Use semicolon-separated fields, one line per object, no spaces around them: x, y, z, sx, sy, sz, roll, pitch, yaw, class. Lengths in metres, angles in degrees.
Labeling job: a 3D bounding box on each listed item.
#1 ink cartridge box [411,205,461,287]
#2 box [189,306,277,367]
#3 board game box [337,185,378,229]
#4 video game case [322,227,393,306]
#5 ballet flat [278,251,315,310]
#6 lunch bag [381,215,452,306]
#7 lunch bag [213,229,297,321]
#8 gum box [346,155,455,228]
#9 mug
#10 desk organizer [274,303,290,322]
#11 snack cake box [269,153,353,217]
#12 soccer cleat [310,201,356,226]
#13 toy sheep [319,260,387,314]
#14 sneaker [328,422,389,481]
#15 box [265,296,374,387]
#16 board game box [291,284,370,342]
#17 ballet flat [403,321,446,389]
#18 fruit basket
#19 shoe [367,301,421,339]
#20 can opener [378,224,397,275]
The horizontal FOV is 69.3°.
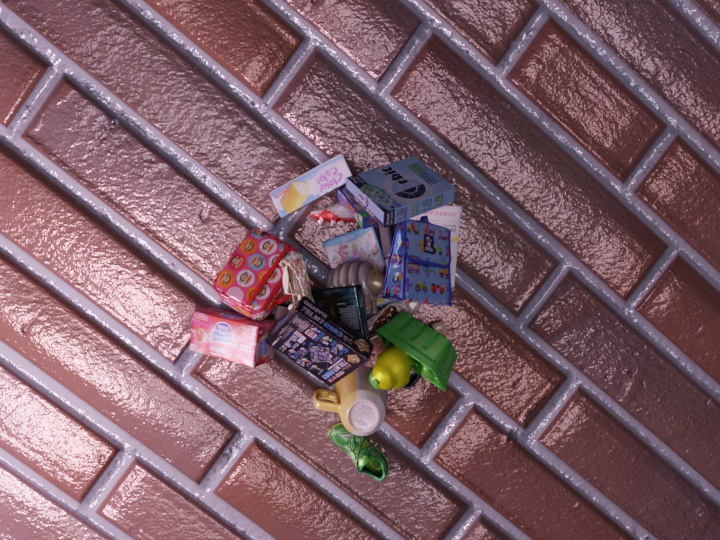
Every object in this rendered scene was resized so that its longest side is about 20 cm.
0.172;-0.067;1.323;0.143;0.086;0.206;4;98;-3;ink cartridge box
-0.312;0.160;1.280;0.195;0.095;0.103;10;96;22;box
0.060;-0.176;1.255;0.196;0.136;0.035;-20;136;-21;board game box
0.000;0.000;1.336;0.140;0.018;0.205;-18;97;16;video game case
-0.146;0.058;1.215;0.063;0.075;0.205;-15;90;-40;ballet flat
0.141;-0.026;1.226;0.147;0.093;0.206;7;87;-32;lunch bag
-0.239;0.017;1.267;0.173;0.082;0.202;27;67;11;lunch bag
0.090;-0.187;1.205;0.196;0.170;0.045;-22;135;-22;gum box
-0.013;0.349;1.324;0.183;0.153;0.152;-25;98;0;mug
-0.126;0.144;1.337;0.195;0.072;0.079;13;93;-5;desk organizer
-0.118;-0.206;1.276;0.197;0.115;0.068;-29;97;1;snack cake box
-0.029;-0.160;1.315;0.194;0.069;0.088;-2;88;-6;soccer cleat
-0.023;0.044;1.275;0.195;0.138;0.142;-9;97;20;toy sheep
0.001;0.476;1.373;0.199;0.084;0.075;40;93;-6;sneaker
-0.098;0.169;1.191;0.196;0.200;0.050;34;50;-10;box
-0.073;0.111;1.232;0.196;0.028;0.139;-6;96;35;board game box
0.171;0.226;1.368;0.065;0.057;0.203;29;94;-7;ballet flat
0.111;0.225;1.276;0.213;0.217;0.156;-33;139;1;fruit basket
0.082;0.120;1.354;0.198;0.053;0.071;-35;97;1;shoe
0.070;-0.045;1.282;0.052;0.066;0.206;-1;82;-45;can opener
